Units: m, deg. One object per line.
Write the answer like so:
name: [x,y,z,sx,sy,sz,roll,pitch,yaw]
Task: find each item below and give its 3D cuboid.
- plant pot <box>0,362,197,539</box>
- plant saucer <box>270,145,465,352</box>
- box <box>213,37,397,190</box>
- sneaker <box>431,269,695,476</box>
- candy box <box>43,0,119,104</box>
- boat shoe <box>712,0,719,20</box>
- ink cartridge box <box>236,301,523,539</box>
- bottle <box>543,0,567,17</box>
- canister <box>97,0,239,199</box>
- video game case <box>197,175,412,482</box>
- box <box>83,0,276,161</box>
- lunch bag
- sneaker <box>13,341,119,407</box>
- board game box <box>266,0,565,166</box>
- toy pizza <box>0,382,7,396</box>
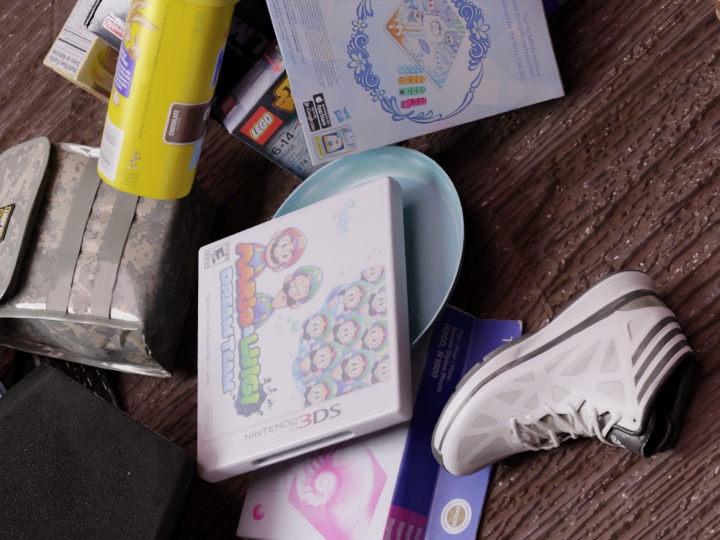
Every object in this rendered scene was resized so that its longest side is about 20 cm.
plant pot: [-0.228,0.182,1.634,0.200,0.200,0.178,31,81,2]
plant saucer: [0.000,0.000,1.639,0.200,0.027,0.200,-19,56,30]
box: [0.000,-0.160,1.685,0.200,0.137,0.040,-49,41,11]
sneaker: [0.144,0.099,1.492,0.200,0.076,0.115,-40,49,12]
candy box: [-0.176,-0.236,1.875,0.055,0.115,0.200,26,87,44]
boat shoe: [0.308,-0.259,1.531,0.076,0.072,0.200,18,82,42]
ink cartridge box: [0.012,0.119,1.614,0.200,0.043,0.197,0,70,40]
bottle: [0.178,-0.286,1.651,0.200,0.065,0.084,-47,49,11]
canister: [-0.145,-0.173,1.670,0.149,0.086,0.200,-88,13,-59]
video game case: [-0.045,0.044,1.616,0.182,0.024,0.200,-20,55,28]
box: [-0.098,-0.224,1.743,0.200,0.050,0.199,37,118,6]
lunch bag: [-0.239,-0.016,1.777,0.200,0.118,0.164,7,66,16]
sneaker: [-0.253,0.110,1.826,0.083,0.072,0.200,-51,42,45]
board game box: [0.033,-0.200,1.603,0.199,0.200,0.043,-15,19,1]
toy pizza: [-0.333,0.106,1.798,0.032,0.200,0.200,-35,44,-21]
